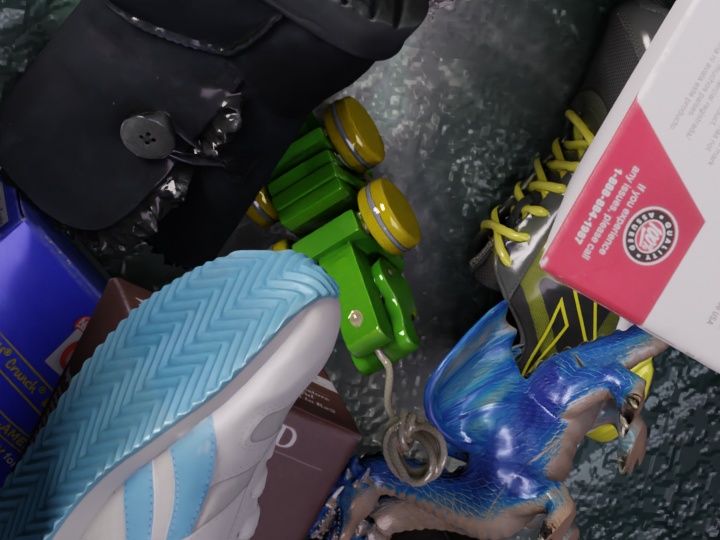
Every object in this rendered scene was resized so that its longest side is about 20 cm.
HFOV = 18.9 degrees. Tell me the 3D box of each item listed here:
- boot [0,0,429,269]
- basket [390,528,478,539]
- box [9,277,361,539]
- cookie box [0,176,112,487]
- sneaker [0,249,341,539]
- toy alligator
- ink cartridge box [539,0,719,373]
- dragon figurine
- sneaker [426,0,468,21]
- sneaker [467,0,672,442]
[{"bbox_3d":[-0.097,-0.091,0.785,0.199,0.077,0.168,29,130,-23],"label":"boot"},{"bbox_3d":[-0.003,0.211,0.953,0.199,0.136,0.181,-36,126,7],"label":"basket"},{"bbox_3d":[-0.093,0.117,0.838,0.100,0.075,0.201,24,100,-21],"label":"box"},{"bbox_3d":[-0.162,0.088,0.889,0.200,0.075,0.171,-38,115,2],"label":"cookie box"},{"bbox_3d":[-0.068,0.078,0.758,0.081,0.077,0.200,33,104,-29],"label":"sneaker"},{"bbox_3d":[0.000,0.000,0.861,0.059,0.201,0.054,-30,155,17],"label":"toy alligator"},{"bbox_3d":[0.188,-0.022,0.809,0.199,0.086,0.148,30,112,-1],"label":"ink cartridge box"},{"bbox_3d":[0.061,0.054,0.863,0.201,0.099,0.059,-54,159,-12],"label":"dragon figurine"},{"bbox_3d":[0.054,-0.172,0.821,0.199,0.070,0.100,-30,114,-1],"label":"sneaker"},{"bbox_3d":[0.091,-0.018,0.911,0.084,0.075,0.202,3,111,-15],"label":"sneaker"}]
